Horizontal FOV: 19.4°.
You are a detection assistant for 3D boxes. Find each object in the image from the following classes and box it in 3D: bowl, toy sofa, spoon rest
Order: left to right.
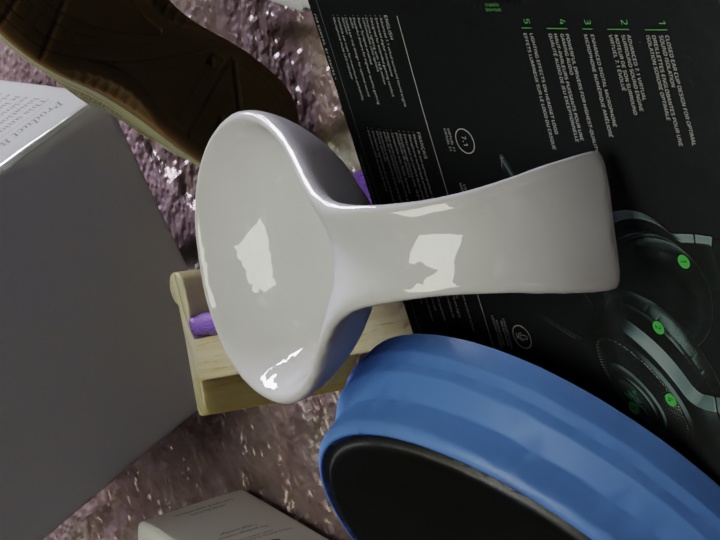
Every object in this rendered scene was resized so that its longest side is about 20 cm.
[{"bbox_3d":[-0.004,-0.007,0.672,0.199,0.060,0.100,-6,93,56],"label":"spoon rest"},{"bbox_3d":[0.000,0.000,0.864,0.199,0.082,0.099,-13,87,59],"label":"toy sofa"},{"bbox_3d":[0.069,0.104,0.723,0.200,0.039,0.201,33,157,15],"label":"bowl"}]

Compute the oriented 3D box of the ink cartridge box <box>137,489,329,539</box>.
[{"bbox_3d":[-0.023,0.194,0.970,0.199,0.067,0.117,24,117,46],"label":"ink cartridge box"}]

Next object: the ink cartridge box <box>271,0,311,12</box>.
[{"bbox_3d":[-0.030,-0.179,0.887,0.199,0.066,0.117,27,118,46],"label":"ink cartridge box"}]

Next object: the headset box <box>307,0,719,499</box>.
[{"bbox_3d":[0.097,-0.028,0.668,0.199,0.092,0.175,8,123,52],"label":"headset box"}]

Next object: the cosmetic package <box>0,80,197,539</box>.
[{"bbox_3d":[-0.204,0.017,1.034,0.199,0.167,0.167,13,134,49],"label":"cosmetic package"}]

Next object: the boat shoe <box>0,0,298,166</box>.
[{"bbox_3d":[-0.117,-0.109,0.941,0.072,0.199,0.065,-57,21,-11],"label":"boat shoe"}]
